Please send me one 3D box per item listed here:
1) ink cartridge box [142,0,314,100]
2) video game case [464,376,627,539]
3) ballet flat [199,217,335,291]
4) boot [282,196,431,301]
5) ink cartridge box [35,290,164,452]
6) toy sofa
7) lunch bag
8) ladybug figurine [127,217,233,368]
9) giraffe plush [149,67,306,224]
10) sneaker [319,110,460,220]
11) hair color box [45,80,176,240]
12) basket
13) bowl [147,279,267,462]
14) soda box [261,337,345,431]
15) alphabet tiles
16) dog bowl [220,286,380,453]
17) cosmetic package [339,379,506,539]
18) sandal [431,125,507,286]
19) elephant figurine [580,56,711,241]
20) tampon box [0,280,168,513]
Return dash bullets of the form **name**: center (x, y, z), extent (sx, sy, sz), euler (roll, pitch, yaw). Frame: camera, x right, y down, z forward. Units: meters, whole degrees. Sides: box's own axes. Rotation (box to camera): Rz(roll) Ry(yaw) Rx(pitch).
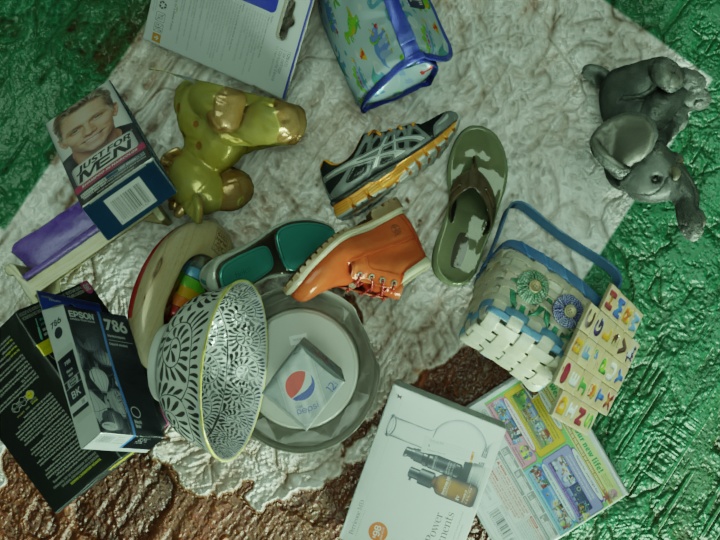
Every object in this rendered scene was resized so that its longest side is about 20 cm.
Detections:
- **ink cartridge box**: center (-0.150, -0.335, 1.283), extent (0.197, 0.047, 0.200), euler (22, 121, 1)
- **video game case**: center (0.212, 0.241, 1.341), extent (0.180, 0.022, 0.202), euler (-31, 88, -3)
- **ballet flat**: center (-0.115, -0.018, 1.301), extent (0.198, 0.069, 0.071), euler (-23, 89, -40)
- **boot**: center (0.000, 0.000, 1.284), extent (0.198, 0.075, 0.108), euler (-32, 86, -29)
- **ink cartridge box**: center (-0.289, 0.103, 1.179), extent (0.039, 0.099, 0.202), euler (-37, 62, 23)
- **toy sofa**: center (-0.336, -0.045, 1.299), extent (0.198, 0.083, 0.098), euler (-35, 90, -3)
- **lunch bag**: center (0.025, -0.301, 1.266), extent (0.126, 0.200, 0.173), euler (-24, 88, -3)
- **ladybug figurine**: center (-0.221, 0.027, 1.288), extent (0.071, 0.136, 0.203), euler (8, 66, 38)
- **giraffe plush**: center (-0.175, -0.139, 1.282), extent (0.196, 0.173, 0.165), euler (14, 98, 3)
- **sneaker**: center (0.037, -0.146, 1.324), extent (0.198, 0.078, 0.078), euler (-33, 80, -4)
- **hair color box**: center (-0.298, -0.134, 1.255), extent (0.099, 0.201, 0.061), euler (-34, 134, -3)
- **basket**: center (0.223, 0.030, 1.301), extent (0.175, 0.140, 0.202), euler (32, 53, -3)
- **bowl**: center (-0.181, 0.108, 1.199), extent (0.092, 0.200, 0.205), euler (4, 87, 14)
- **soda box**: center (-0.062, 0.123, 1.187), extent (0.063, 0.200, 0.069), euler (39, 88, -1)
- **alphabet tiles**: center (0.285, 0.110, 1.274), extent (0.006, 0.199, 0.169), euler (24, 86, 35)
- **dog bowl**: center (-0.074, 0.120, 1.316), extent (0.196, 0.059, 0.205), euler (0, 87, -3)
- **cosmetic package**: center (0.076, 0.257, 1.306), extent (0.148, 0.052, 0.204), euler (20, 93, 7)
- **sandal**: center (0.141, -0.080, 1.332), extent (0.078, 0.057, 0.205), euler (11, 87, -2)
- **elephant figurine**: center (0.344, -0.148, 1.301), extent (0.140, 0.155, 0.204), euler (23, 78, -23)
- **tampon box**: center (-0.337, 0.143, 1.242), extent (0.126, 0.150, 0.201), euler (-38, 90, 23)
